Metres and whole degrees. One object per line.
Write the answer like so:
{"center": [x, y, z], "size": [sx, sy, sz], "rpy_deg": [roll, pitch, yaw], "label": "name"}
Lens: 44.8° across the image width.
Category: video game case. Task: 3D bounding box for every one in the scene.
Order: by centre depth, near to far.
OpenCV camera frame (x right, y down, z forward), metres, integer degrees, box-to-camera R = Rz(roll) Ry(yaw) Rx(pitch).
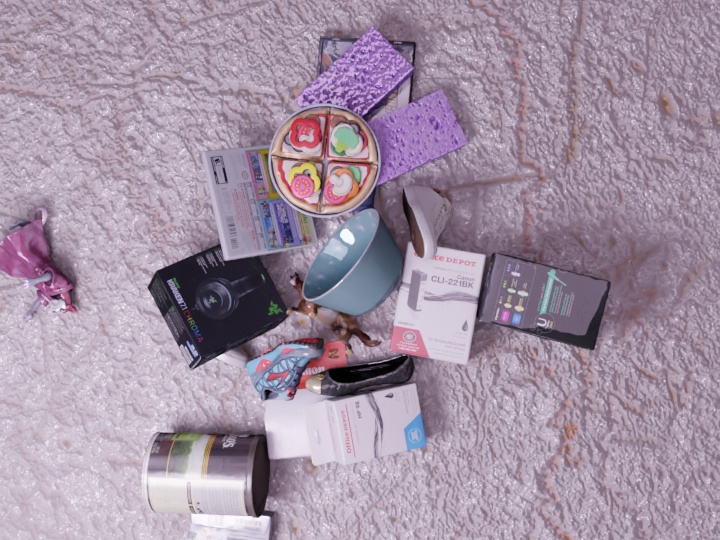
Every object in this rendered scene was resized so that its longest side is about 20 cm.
{"center": [-0.182, -0.129, 1.588], "size": [0.181, 0.022, 0.201], "rpy_deg": [-10, 82, -27], "label": "video game case"}
{"center": [0.005, -0.329, 1.623], "size": [0.180, 0.026, 0.201], "rpy_deg": [5, 89, 6], "label": "video game case"}

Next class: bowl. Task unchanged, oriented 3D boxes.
{"center": [0.000, 0.000, 1.548], "size": [0.105, 0.201, 0.201], "rpy_deg": [38, 93, -20], "label": "bowl"}

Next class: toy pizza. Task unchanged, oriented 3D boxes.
{"center": [-0.063, -0.193, 1.532], "size": [0.199, 0.032, 0.202], "rpy_deg": [0, 92, 0], "label": "toy pizza"}

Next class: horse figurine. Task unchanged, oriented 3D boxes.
{"center": [-0.057, 0.088, 1.584], "size": [0.199, 0.133, 0.050], "rpy_deg": [32, 102, -5], "label": "horse figurine"}

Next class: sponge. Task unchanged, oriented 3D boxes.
{"center": [0.083, -0.238, 1.582], "size": [0.199, 0.030, 0.112], "rpy_deg": [-26, 91, -12], "label": "sponge"}
{"center": [-0.010, -0.337, 1.590], "size": [0.200, 0.030, 0.112], "rpy_deg": [-43, 84, 4], "label": "sponge"}

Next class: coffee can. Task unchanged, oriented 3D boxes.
{"center": [-0.276, 0.368, 1.577], "size": [0.199, 0.146, 0.147], "rpy_deg": [0, 89, 6], "label": "coffee can"}

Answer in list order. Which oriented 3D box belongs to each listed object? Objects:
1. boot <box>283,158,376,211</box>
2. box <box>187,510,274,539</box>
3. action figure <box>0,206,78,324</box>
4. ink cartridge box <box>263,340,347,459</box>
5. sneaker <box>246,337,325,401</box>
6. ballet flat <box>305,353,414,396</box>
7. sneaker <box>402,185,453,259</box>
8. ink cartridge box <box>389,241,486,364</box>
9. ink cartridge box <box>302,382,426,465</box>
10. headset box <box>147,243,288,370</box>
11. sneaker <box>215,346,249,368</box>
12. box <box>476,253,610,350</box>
{"center": [-0.067, -0.153, 1.592], "size": [0.199, 0.073, 0.091], "rpy_deg": [3, 93, -7], "label": "boot"}
{"center": [-0.248, 0.543, 1.624], "size": [0.155, 0.041, 0.201], "rpy_deg": [6, 88, 6], "label": "box"}
{"center": [-0.605, 0.006, 1.663], "size": [0.200, 0.134, 0.149], "rpy_deg": [46, 51, -7], "label": "action figure"}
{"center": [-0.098, 0.240, 1.612], "size": [0.162, 0.057, 0.201], "rpy_deg": [-7, 92, 6], "label": "ink cartridge box"}
{"center": [-0.121, 0.180, 1.551], "size": [0.200, 0.079, 0.096], "rpy_deg": [-30, 72, 46], "label": "sneaker"}
{"center": [-0.002, 0.182, 1.570], "size": [0.199, 0.067, 0.057], "rpy_deg": [-9, 127, -7], "label": "ballet flat"}
{"center": [0.127, -0.092, 1.524], "size": [0.084, 0.200, 0.073], "rpy_deg": [-2, 127, -4], "label": "sneaker"}
{"center": [0.140, 0.056, 1.571], "size": [0.143, 0.084, 0.201], "rpy_deg": [10, 89, 7], "label": "ink cartridge box"}
{"center": [0.008, 0.276, 1.554], "size": [0.199, 0.067, 0.117], "rpy_deg": [-10, 88, -17], "label": "ink cartridge box"}
{"center": [-0.249, 0.052, 1.568], "size": [0.199, 0.093, 0.175], "rpy_deg": [-25, 82, -30], "label": "headset box"}
{"center": [-0.274, 0.099, 1.619], "size": [0.200, 0.073, 0.085], "rpy_deg": [38, 95, 7], "label": "sneaker"}
{"center": [0.313, 0.051, 1.520], "size": [0.199, 0.149, 0.125], "rpy_deg": [14, 91, 6], "label": "box"}
